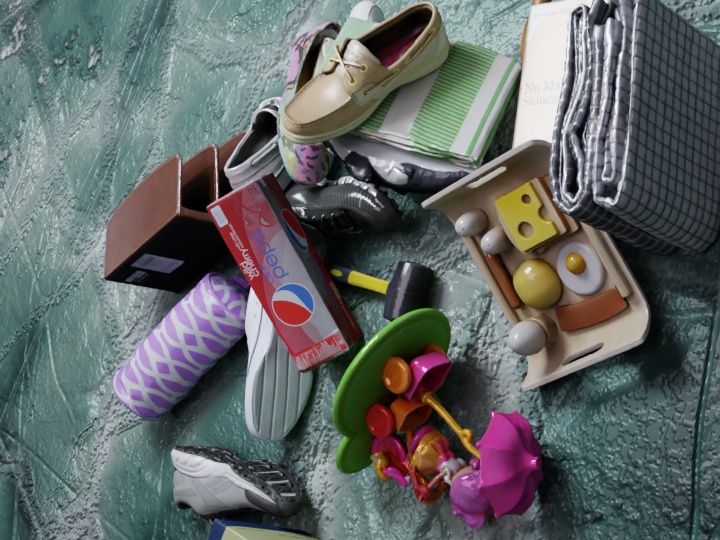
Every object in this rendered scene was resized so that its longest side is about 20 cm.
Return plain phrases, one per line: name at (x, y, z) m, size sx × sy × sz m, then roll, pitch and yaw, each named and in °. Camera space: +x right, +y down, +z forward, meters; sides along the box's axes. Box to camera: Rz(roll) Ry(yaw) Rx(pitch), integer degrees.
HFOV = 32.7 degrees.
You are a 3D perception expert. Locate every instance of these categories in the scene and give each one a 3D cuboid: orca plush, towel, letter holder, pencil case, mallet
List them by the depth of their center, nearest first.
towel at (0.239, -0.125, 1.055) m, size 0.086 × 0.165 × 0.200 m, roll -7°, pitch 72°, yaw 44°
towel at (0.050, -0.182, 1.242) m, size 0.200 × 0.023 × 0.153 m, roll 16°, pitch 60°, yaw 19°
orca plush at (0.051, -0.110, 1.251) m, size 0.200 × 0.071 × 0.105 m, roll 7°, pitch 57°, yaw 12°
mallet at (0.000, 0.000, 1.304) m, size 0.200 × 0.041 × 0.066 m, roll 26°, pitch 95°, yaw 46°
pencil case at (-0.202, 0.085, 1.417) m, size 0.200 × 0.084 × 0.086 m, roll -44°, pitch 18°, yaw 19°
letter holder at (-0.212, -0.079, 1.429) m, size 0.200 × 0.100 × 0.142 m, roll -32°, pitch 54°, yaw 49°

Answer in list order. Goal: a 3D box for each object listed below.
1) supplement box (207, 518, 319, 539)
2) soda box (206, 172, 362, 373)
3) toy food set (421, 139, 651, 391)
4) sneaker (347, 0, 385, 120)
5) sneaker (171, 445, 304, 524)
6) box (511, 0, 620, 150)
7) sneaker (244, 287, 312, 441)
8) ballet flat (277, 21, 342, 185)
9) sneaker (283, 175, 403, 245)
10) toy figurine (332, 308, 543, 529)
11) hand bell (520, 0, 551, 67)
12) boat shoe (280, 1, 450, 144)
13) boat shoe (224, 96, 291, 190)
supplement box at (-0.066, 0.372, 1.171) m, size 0.200 × 0.134 × 0.200 m, roll 20°, pitch 90°, yaw 42°
soda box at (-0.077, 0.002, 1.271) m, size 0.063 × 0.070 × 0.200 m, roll -28°, pitch 94°, yaw 15°
toy food set at (0.152, -0.003, 1.096) m, size 0.143 × 0.060 × 0.200 m, roll -30°, pitch 89°, yaw 43°
sneaker at (0.041, -0.203, 1.316) m, size 0.100 × 0.075 × 0.200 m, roll -20°, pitch 72°, yaw 27°
sneaker at (-0.133, 0.241, 1.321) m, size 0.200 × 0.074 × 0.079 m, roll 6°, pitch 89°, yaw 47°
box at (0.203, -0.148, 1.148) m, size 0.095 × 0.078 × 0.200 m, roll -3°, pitch 75°, yaw 40°
sneaker at (-0.093, 0.087, 1.341) m, size 0.071 × 0.073 × 0.200 m, roll -15°, pitch 64°, yaw 62°
ballet flat at (-0.047, -0.189, 1.318) m, size 0.071 × 0.069 × 0.200 m, roll -41°, pitch 37°, yaw 50°
sneaker at (-0.039, -0.059, 1.317) m, size 0.200 × 0.066 × 0.091 m, roll 19°, pitch 63°, yaw 46°
toy figurine at (0.081, 0.168, 1.134) m, size 0.184 × 0.150 × 0.200 m, roll 40°, pitch 125°, yaw 31°
hand bell at (0.183, -0.284, 1.219) m, size 0.104 × 0.104 × 0.200 m, roll 7°, pitch 93°, yaw 41°
boat shoe at (0.000, -0.200, 1.207) m, size 0.200 × 0.066 × 0.074 m, roll -38°, pitch 58°, yaw -17°
boat shoe at (-0.091, -0.158, 1.360) m, size 0.072 × 0.066 × 0.200 m, roll 2°, pitch 49°, yaw 41°
